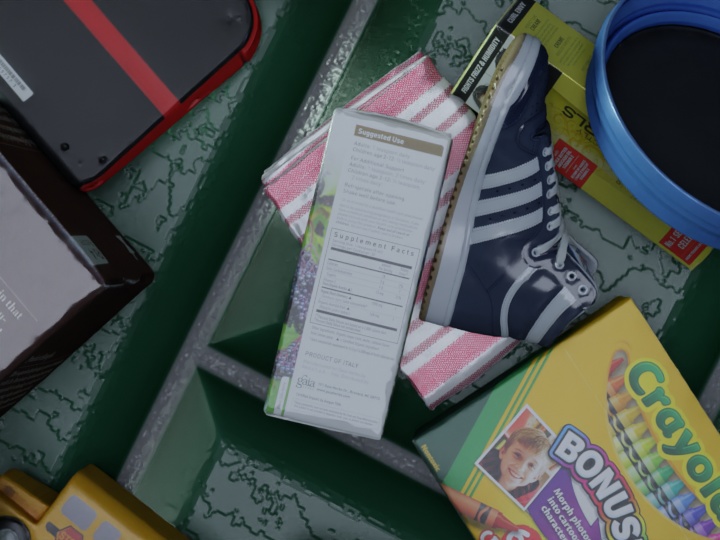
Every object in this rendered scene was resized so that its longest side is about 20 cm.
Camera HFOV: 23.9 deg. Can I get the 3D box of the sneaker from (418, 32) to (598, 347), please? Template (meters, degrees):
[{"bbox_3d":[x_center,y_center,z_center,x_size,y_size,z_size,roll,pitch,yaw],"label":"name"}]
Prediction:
[{"bbox_3d":[0.114,-0.045,1.087,0.108,0.070,0.201,18,112,4],"label":"sneaker"}]

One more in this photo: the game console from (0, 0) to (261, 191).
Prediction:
[{"bbox_3d":[-0.184,-0.180,1.147,0.177,0.031,0.200,-41,88,-6],"label":"game console"}]

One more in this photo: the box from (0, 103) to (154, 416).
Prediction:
[{"bbox_3d":[-0.270,0.010,1.102,0.200,0.166,0.164,-41,88,3],"label":"box"}]

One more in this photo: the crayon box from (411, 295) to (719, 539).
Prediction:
[{"bbox_3d":[0.159,0.147,1.131,0.172,0.058,0.201,-33,89,4],"label":"crayon box"}]

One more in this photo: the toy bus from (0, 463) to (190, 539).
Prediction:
[{"bbox_3d":[-0.163,0.199,1.149,0.200,0.065,0.078,37,93,2],"label":"toy bus"}]

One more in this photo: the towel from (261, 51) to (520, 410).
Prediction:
[{"bbox_3d":[0.045,-0.027,1.153,0.146,0.030,0.200,-37,92,4],"label":"towel"}]

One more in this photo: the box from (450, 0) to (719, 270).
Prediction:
[{"bbox_3d":[0.162,-0.091,1.115,0.199,0.050,0.075,37,137,1],"label":"box"}]

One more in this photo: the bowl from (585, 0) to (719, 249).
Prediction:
[{"bbox_3d":[0.233,-0.097,1.078,0.199,0.039,0.202,11,56,-17],"label":"bowl"}]

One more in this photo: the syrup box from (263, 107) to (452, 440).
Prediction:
[{"bbox_3d":[0.000,0.000,1.102,0.081,0.079,0.202,13,94,1],"label":"syrup box"}]
